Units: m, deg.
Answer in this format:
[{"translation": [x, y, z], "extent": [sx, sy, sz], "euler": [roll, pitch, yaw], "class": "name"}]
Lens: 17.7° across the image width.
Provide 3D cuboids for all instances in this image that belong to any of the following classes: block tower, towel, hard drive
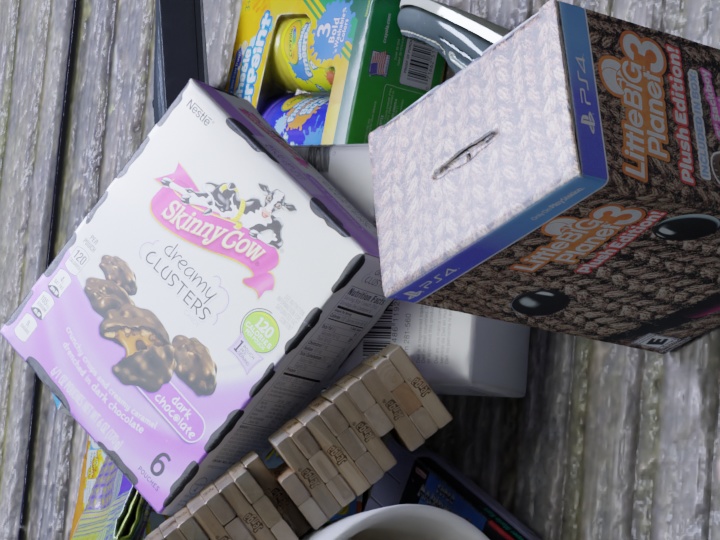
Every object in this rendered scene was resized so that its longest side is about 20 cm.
[{"translation": [-0.043, 0.125, 1.315], "extent": [0.200, 0.058, 0.054], "euler": [-37, 5, -6], "class": "block tower"}, {"translation": [-0.142, 0.103, 1.497], "extent": [0.144, 0.023, 0.201], "euler": [-30, 38, 64], "class": "towel"}, {"translation": [-0.131, -0.111, 1.675], "extent": [0.200, 0.033, 0.140], "euler": [104, 162, -65], "class": "hard drive"}]

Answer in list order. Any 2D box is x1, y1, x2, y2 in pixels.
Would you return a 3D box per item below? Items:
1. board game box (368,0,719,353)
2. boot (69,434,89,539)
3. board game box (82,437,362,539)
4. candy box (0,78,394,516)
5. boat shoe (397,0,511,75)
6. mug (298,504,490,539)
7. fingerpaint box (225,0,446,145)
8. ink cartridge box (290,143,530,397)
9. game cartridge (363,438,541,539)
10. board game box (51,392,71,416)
[{"translation": [0.132, -0.042, 1.205], "extent": [0.159, 0.199, 0.097], "euler": [-34, 54, 47], "class": "board game box"}, {"translation": [-0.181, 0.128, 1.741], "extent": [0.202, 0.070, 0.144], "euler": [-66, 28, 17], "class": "boot"}, {"translation": [-0.096, 0.153, 1.564], "extent": [0.200, 0.104, 0.104], "euler": [-11, 71, 54], "class": "board game box"}, {"translation": [-0.092, 0.017, 1.372], "extent": [0.168, 0.071, 0.200], "euler": [44, 103, 27], "class": "candy box"}, {"translation": [0.079, -0.119, 1.420], "extent": [0.200, 0.073, 0.062], "euler": [32, 103, 49], "class": "boat shoe"}, {"translation": [-0.010, 0.227, 1.336], "extent": [0.153, 0.149, 0.188], "euler": [-8, 68, 63], "class": "mug"}, {"translation": [-0.029, -0.085, 1.564], "extent": [0.167, 0.073, 0.201], "euler": [10, 89, 56], "class": "fingerpaint box"}, {"translation": [0.000, 0.000, 1.415], "extent": [0.199, 0.084, 0.147], "euler": [1, 82, 28], "class": "ink cartridge box"}, {"translation": [0.054, 0.196, 1.399], "extent": [0.200, 0.038, 0.130], "euler": [36, 115, 53], "class": "game cartridge"}, {"translation": [-0.186, 0.024, 1.679], "extent": [0.135, 0.034, 0.200], "euler": [-64, 16, 6], "class": "board game box"}]
